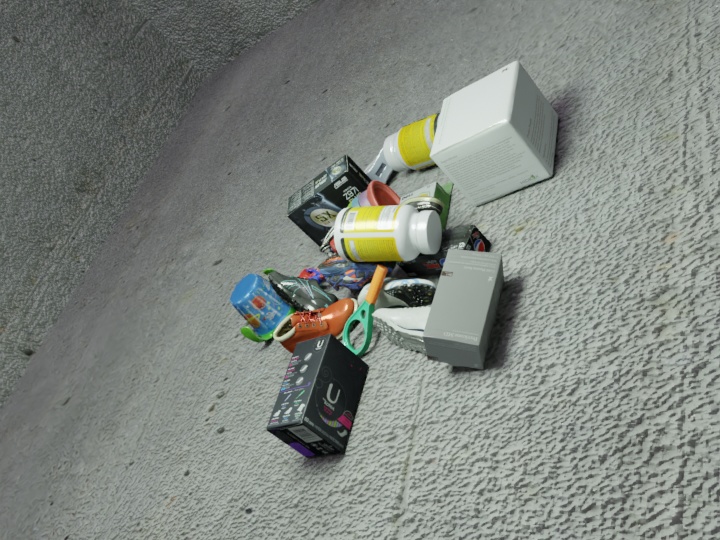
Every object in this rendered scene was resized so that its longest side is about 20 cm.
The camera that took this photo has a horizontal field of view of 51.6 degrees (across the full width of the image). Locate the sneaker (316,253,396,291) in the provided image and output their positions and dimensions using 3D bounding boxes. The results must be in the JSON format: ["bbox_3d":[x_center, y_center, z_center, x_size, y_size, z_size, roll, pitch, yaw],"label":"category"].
[{"bbox_3d":[0.000,0.000,1.613,0.199,0.079,0.075,-6,30,43],"label":"sneaker"}]

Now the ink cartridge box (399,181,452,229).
[{"bbox_3d":[0.140,-0.134,1.677,0.104,0.059,0.201,-21,39,37],"label":"ink cartridge box"}]

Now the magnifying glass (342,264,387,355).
[{"bbox_3d":[0.011,0.083,1.535,0.080,0.022,0.201,39,113,48],"label":"magnifying glass"}]

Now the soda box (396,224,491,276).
[{"bbox_3d":[0.165,-0.038,1.529,0.199,0.063,0.071,-7,48,48],"label":"soda box"}]

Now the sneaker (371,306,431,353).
[{"bbox_3d":[0.103,0.104,1.444,0.200,0.077,0.081,17,60,49],"label":"sneaker"}]

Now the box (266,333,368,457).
[{"bbox_3d":[-0.080,0.244,1.450,0.106,0.122,0.201,-20,40,39],"label":"box"}]

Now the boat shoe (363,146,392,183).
[{"bbox_3d":[0.042,-0.241,1.937,0.200,0.074,0.065,-49,-1,6],"label":"boat shoe"}]

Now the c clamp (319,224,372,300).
[{"bbox_3d":[-0.028,-0.018,1.693,0.171,0.027,0.201,-36,67,13],"label":"c clamp"}]

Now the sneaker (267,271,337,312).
[{"bbox_3d":[-0.138,0.052,1.773,0.200,0.076,0.079,34,67,30],"label":"sneaker"}]

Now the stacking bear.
[{"bbox_3d":[0.002,-0.109,1.780,0.200,0.121,0.114,-44,58,30],"label":"stacking bear"}]

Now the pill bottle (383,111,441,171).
[{"bbox_3d":[0.158,-0.310,1.808,0.199,0.114,0.115,-12,44,44],"label":"pill bottle"}]

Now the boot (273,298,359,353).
[{"bbox_3d":[-0.097,0.115,1.633,0.200,0.107,0.075,-37,42,16],"label":"boot"}]

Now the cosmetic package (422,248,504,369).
[{"bbox_3d":[0.186,0.066,1.327,0.106,0.090,0.201,6,51,19],"label":"cosmetic package"}]

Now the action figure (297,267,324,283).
[{"bbox_3d":[-0.108,0.020,1.826,0.200,0.052,0.066,-8,42,54],"label":"action figure"}]

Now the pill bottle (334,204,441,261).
[{"bbox_3d":[0.056,-0.074,1.500,0.199,0.113,0.113,0,51,27],"label":"pill bottle"}]

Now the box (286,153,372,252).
[{"bbox_3d":[-0.057,-0.162,1.860,0.200,0.164,0.086,-34,32,21],"label":"box"}]

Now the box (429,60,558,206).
[{"bbox_3d":[0.282,-0.282,1.558,0.199,0.171,0.200,-20,39,38],"label":"box"}]

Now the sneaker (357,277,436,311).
[{"bbox_3d":[0.078,0.040,1.546,0.199,0.072,0.073,-10,39,42],"label":"sneaker"}]

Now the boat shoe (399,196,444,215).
[{"bbox_3d":[0.093,-0.101,1.578,0.200,0.072,0.066,-14,54,42],"label":"boat shoe"}]

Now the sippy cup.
[{"bbox_3d":[-0.248,0.080,1.850,0.140,0.130,0.178,-42,30,7],"label":"sippy cup"}]
